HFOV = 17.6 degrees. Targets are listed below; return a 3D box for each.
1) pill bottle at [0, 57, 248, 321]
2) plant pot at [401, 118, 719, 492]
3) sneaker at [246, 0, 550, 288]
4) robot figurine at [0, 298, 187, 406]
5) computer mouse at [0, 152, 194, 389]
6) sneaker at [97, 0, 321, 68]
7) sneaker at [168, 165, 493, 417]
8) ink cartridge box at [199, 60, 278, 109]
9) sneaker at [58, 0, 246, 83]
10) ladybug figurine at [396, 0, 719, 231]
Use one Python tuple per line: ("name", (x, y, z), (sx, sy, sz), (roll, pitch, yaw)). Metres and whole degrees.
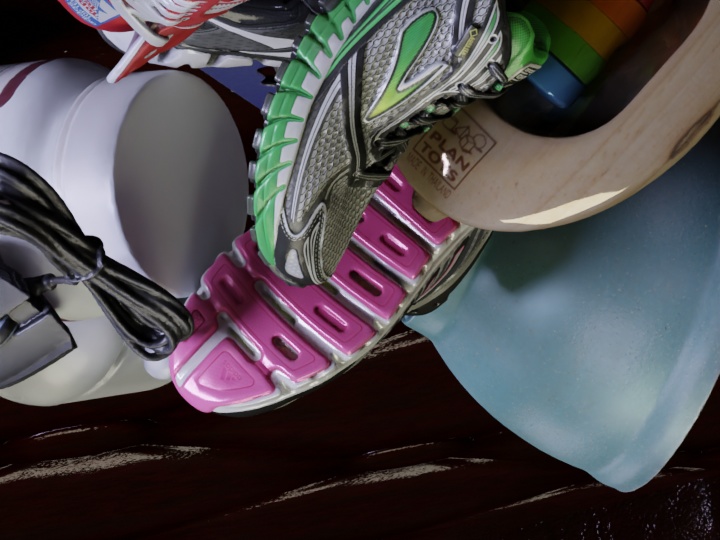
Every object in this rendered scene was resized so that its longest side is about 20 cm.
("pill bottle", (-0.156, -0.034, 1.034), (0.199, 0.115, 0.114), (-1, 173, 34))
("plant pot", (0.099, -0.009, 1.136), (0.133, 0.202, 0.200), (19, 160, -9))
("sneaker", (0.021, -0.079, 0.892), (0.085, 0.201, 0.078), (30, -168, 7))
("robot figurine", (-0.154, 0.014, 1.287), (0.169, 0.114, 0.200), (25, -168, 21))
("computer mouse", (-0.178, 0.008, 0.956), (0.199, 0.046, 0.140), (-5, 142, 37))
("sneaker", (-0.008, -0.119, 0.977), (0.198, 0.067, 0.090), (2, 163, -22))
("sneaker", (0.000, 0.000, 1.016), (0.200, 0.074, 0.088), (-43, 165, -18))
("ink cartridge box", (0.031, -0.098, 1.156), (0.199, 0.047, 0.198), (-17, 166, 15))
("sneaker", (-0.071, -0.112, 0.821), (0.112, 0.072, 0.200), (-27, -174, 12))
("ladybug figurine", (0.091, -0.098, 0.956), (0.200, 0.136, 0.072), (-45, 170, 3))
